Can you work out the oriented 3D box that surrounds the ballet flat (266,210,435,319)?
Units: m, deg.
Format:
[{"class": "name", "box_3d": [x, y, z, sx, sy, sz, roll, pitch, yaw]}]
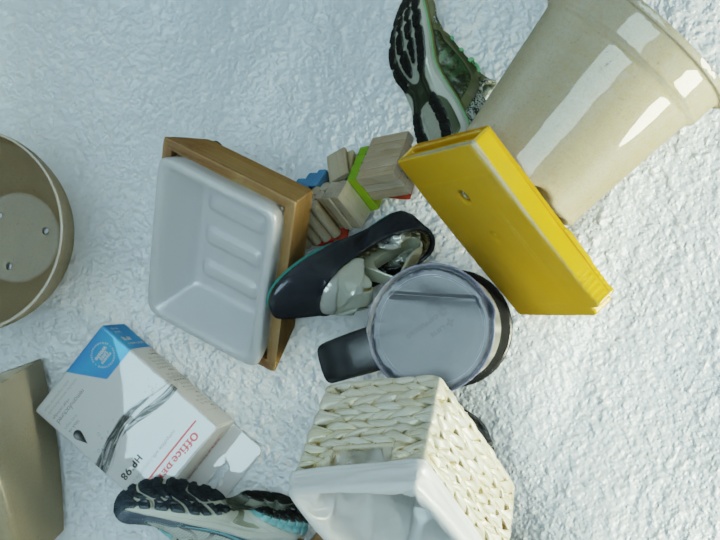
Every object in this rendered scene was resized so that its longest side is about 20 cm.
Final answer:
[{"class": "ballet flat", "box_3d": [0.000, 0.000, 1.482, 0.073, 0.200, 0.073, 25, 129, 35]}]

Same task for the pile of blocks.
[{"class": "pile of blocks", "box_3d": [-0.022, -0.067, 1.556, 0.199, 0.082, 0.062, -26, 127, 18]}]

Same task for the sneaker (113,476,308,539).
[{"class": "sneaker", "box_3d": [-0.148, 0.261, 1.517, 0.199, 0.078, 0.087, 13, 102, -22]}]

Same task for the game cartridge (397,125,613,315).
[{"class": "game cartridge", "box_3d": [0.134, -0.041, 1.434, 0.032, 0.176, 0.200, -44, 103, -16]}]

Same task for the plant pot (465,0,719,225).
[{"class": "plant pot", "box_3d": [0.202, -0.152, 1.431, 0.200, 0.200, 0.184, 42, 92, 9]}]

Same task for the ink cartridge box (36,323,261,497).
[{"class": "ink cartridge box", "box_3d": [-0.212, 0.161, 1.570, 0.200, 0.067, 0.116, 40, 95, 9]}]

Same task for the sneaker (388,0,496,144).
[{"class": "sneaker", "box_3d": [0.089, -0.192, 1.538, 0.088, 0.077, 0.201, -4, 71, -30]}]

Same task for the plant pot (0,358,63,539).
[{"class": "plant pot", "box_3d": [-0.406, 0.220, 1.549, 0.199, 0.200, 0.178, -19, 96, 9]}]

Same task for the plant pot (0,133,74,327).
[{"class": "plant pot", "box_3d": [-0.373, -0.037, 1.573, 0.199, 0.134, 0.202, 0, 88, 10]}]

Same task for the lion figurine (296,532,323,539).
[{"class": "lion figurine", "box_3d": [-0.015, 0.273, 1.469, 0.072, 0.200, 0.122, 41, 121, -21]}]

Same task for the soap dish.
[{"class": "soap dish", "box_3d": [-0.126, -0.021, 1.506, 0.157, 0.081, 0.201, 26, 129, 23]}]

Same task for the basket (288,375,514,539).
[{"class": "basket", "box_3d": [0.045, 0.195, 1.379, 0.135, 0.200, 0.124, -7, 49, 29]}]

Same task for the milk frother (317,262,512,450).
[{"class": "milk frother", "box_3d": [0.077, 0.106, 1.457, 0.180, 0.188, 0.200, -36, 82, 8]}]
